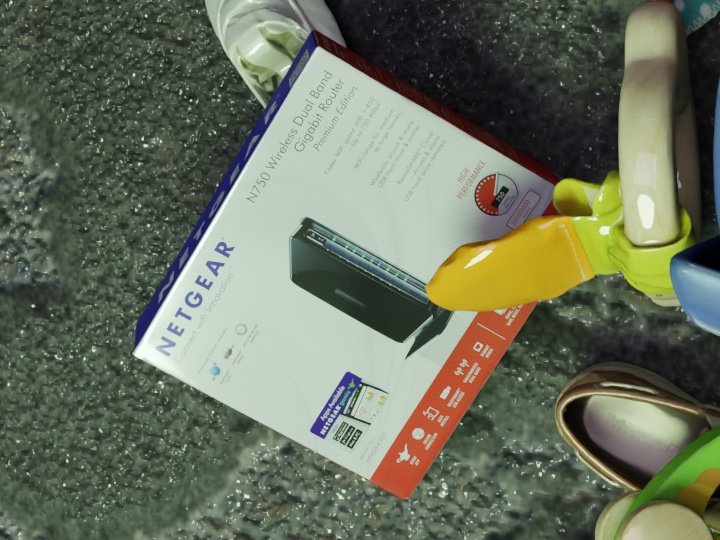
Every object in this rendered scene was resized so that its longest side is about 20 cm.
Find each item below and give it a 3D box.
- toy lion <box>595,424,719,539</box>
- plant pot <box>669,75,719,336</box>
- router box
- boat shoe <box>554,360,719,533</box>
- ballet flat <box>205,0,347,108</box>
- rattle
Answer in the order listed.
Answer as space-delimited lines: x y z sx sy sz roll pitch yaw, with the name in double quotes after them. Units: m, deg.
0.245 0.147 0.874 0.192 0.069 0.200 -39 91 -4 "toy lion"
0.264 -0.040 0.841 0.200 0.200 0.180 22 104 20 "plant pot"
0.000 0.000 0.983 0.179 0.049 0.200 28 104 -13 "router box"
0.190 0.108 0.937 0.200 0.072 0.076 19 98 22 "boat shoe"
-0.038 -0.113 1.037 0.069 0.069 0.200 -37 76 19 "ballet flat"
0.118 -0.080 0.935 0.143 0.130 0.201 -9 78 33 "rattle"
